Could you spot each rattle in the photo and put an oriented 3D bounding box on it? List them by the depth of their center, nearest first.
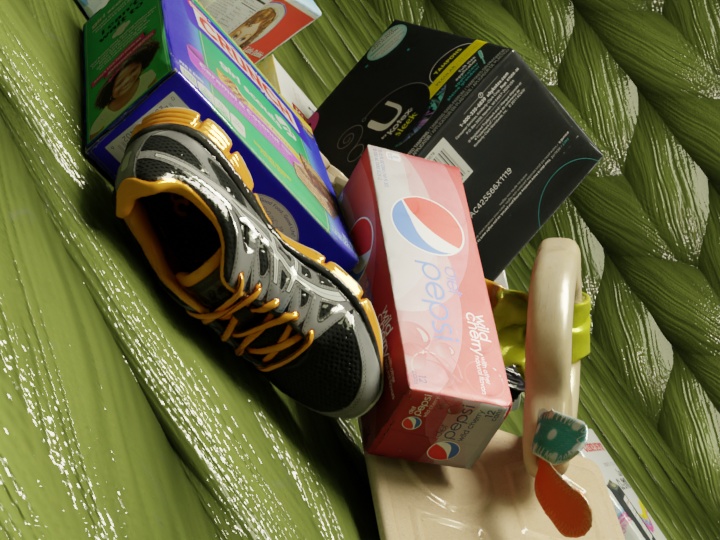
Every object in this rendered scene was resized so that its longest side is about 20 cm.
[{"bbox_3d":[0.075,0.068,0.887,0.143,0.130,0.200,15,47,1],"label":"rattle"}]

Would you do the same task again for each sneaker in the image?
[{"bbox_3d":[-0.064,0.009,0.783,0.200,0.078,0.077,49,25,-12],"label":"sneaker"}]

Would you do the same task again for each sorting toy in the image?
[{"bbox_3d":[0.083,0.159,0.850,0.185,0.036,0.200,20,29,-25],"label":"sorting toy"}]

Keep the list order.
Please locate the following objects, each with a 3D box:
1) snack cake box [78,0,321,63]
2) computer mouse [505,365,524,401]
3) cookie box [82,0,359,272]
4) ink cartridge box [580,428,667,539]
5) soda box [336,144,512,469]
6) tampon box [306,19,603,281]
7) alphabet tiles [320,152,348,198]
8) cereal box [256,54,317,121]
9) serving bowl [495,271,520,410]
[{"bbox_3d":[-0.113,-0.196,1.082,0.067,0.115,0.200,55,10,6],"label":"snack cake box"},{"bbox_3d":[0.076,0.126,0.962,0.140,0.046,0.200,19,34,-28],"label":"computer mouse"},{"bbox_3d":[-0.093,-0.084,0.916,0.171,0.075,0.200,46,12,-30],"label":"cookie box"},{"bbox_3d":[0.202,0.231,1.195,0.200,0.083,0.146,57,11,14],"label":"ink cartridge box"},{"bbox_3d":[0.033,0.018,0.877,0.070,0.063,0.200,12,43,-22],"label":"soda box"},{"bbox_3d":[0.061,-0.099,1.182,0.126,0.150,0.200,45,-8,-30],"label":"tampon box"},{"bbox_3d":[-0.008,-0.051,1.167,0.200,0.015,0.196,45,-8,-31],"label":"alphabet tiles"},{"bbox_3d":[-0.028,-0.092,1.337,0.200,0.040,0.144,49,12,-30],"label":"cereal box"},{"bbox_3d":[0.088,0.030,1.280,0.200,0.066,0.200,170,-90,-88],"label":"serving bowl"}]
